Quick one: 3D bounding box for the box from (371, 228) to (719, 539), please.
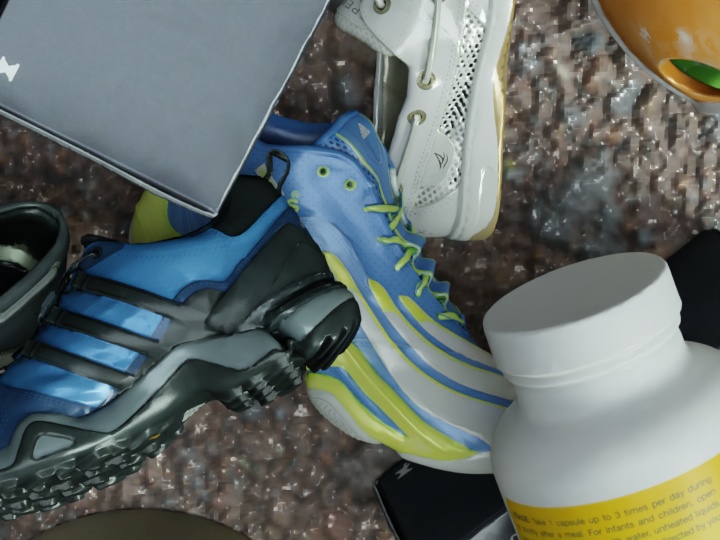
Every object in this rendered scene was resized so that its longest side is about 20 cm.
[{"bbox_3d":[0.147,0.125,0.935,0.200,0.124,0.197,-38,105,1],"label":"box"}]

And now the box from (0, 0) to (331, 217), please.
[{"bbox_3d":[-0.063,-0.145,0.796,0.104,0.182,0.200,26,99,-15],"label":"box"}]

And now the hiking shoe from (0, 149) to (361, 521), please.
[{"bbox_3d":[-0.102,0.033,0.820,0.200,0.074,0.087,-25,76,-8],"label":"hiking shoe"}]

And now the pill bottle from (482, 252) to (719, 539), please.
[{"bbox_3d":[0.113,0.098,0.805,0.104,0.104,0.200,-22,104,-4],"label":"pill bottle"}]

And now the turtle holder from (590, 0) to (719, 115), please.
[{"bbox_3d":[0.168,-0.145,0.873,0.141,0.186,0.132,-9,108,26],"label":"turtle holder"}]

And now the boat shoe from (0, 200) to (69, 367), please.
[{"bbox_3d":[-0.192,0.017,0.801,0.200,0.073,0.062,-19,149,-45],"label":"boat shoe"}]

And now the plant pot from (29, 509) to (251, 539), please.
[{"bbox_3d":[-0.089,0.222,0.877,0.187,0.200,0.188,-2,104,-9],"label":"plant pot"}]

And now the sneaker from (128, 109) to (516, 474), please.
[{"bbox_3d":[0.000,0.000,0.863,0.200,0.076,0.105,29,118,7],"label":"sneaker"}]

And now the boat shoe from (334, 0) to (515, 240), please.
[{"bbox_3d":[0.024,-0.107,0.878,0.069,0.071,0.200,-3,106,-11],"label":"boat shoe"}]
